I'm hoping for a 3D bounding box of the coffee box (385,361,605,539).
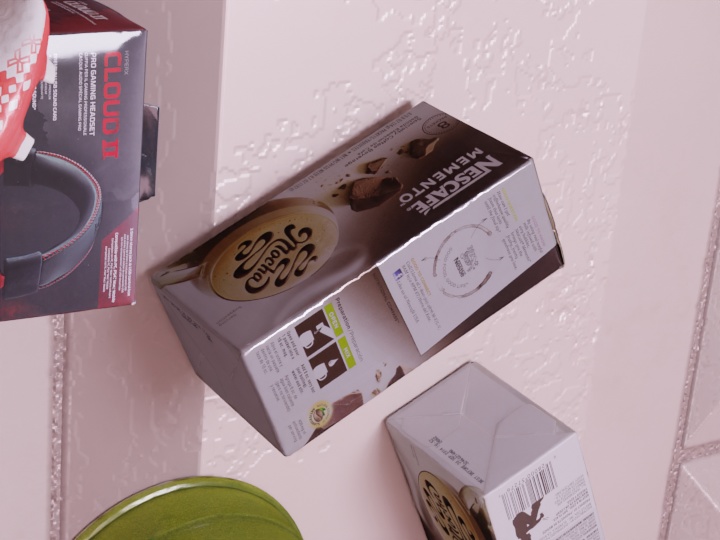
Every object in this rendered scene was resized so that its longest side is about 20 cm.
[{"bbox_3d":[0.101,0.176,1.116,0.080,0.113,0.201,-32,126,-18],"label":"coffee box"}]

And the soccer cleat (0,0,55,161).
[{"bbox_3d":[-0.211,-0.049,0.735,0.200,0.069,0.085,-52,132,1],"label":"soccer cleat"}]

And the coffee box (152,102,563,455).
[{"bbox_3d":[0.000,0.000,0.957,0.199,0.113,0.080,-33,126,-17],"label":"coffee box"}]

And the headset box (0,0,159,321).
[{"bbox_3d":[-0.193,-0.054,0.834,0.199,0.075,0.150,-7,113,-32],"label":"headset box"}]

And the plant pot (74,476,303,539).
[{"bbox_3d":[-0.070,0.254,0.983,0.199,0.193,0.202,-14,118,-28],"label":"plant pot"}]
